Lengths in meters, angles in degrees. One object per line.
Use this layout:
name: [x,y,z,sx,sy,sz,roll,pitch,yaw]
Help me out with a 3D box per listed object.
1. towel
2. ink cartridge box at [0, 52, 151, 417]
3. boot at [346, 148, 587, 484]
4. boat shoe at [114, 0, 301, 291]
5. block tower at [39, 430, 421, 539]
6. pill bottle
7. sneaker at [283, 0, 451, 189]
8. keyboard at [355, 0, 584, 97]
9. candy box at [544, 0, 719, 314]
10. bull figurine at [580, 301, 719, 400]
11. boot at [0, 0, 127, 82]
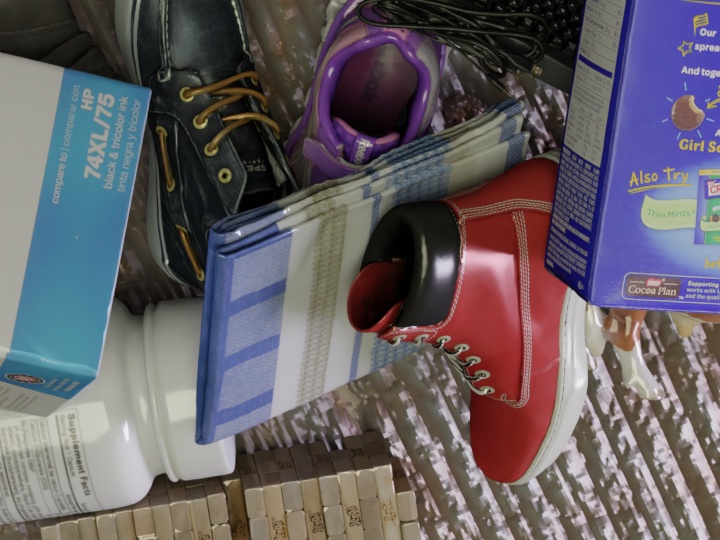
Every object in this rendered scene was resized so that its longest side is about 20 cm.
towel: [0.000,0.000,1.525,0.200,0.024,0.147,-25,141,-29]
ink cartridge box: [-0.222,-0.027,1.444,0.200,0.147,0.146,13,77,-13]
boot: [0.047,0.039,1.540,0.144,0.072,0.200,-20,132,-32]
boat shoe: [-0.070,-0.078,1.535,0.071,0.091,0.201,-17,114,-28]
block tower: [-0.072,0.134,1.618,0.200,0.058,0.054,-10,108,-5]
pill bottle: [-0.171,0.074,1.578,0.200,0.113,0.114,-8,107,2]
sneaker: [-0.003,-0.056,1.553,0.080,0.088,0.200,13,108,-5]
keyboard: [0.071,-0.142,1.518,0.200,0.104,0.040,27,138,-8]
candy box: [0.190,-0.083,1.468,0.169,0.077,0.200,4,104,-19]
bull figurine: [0.201,0.009,1.584,0.200,0.065,0.122,8,107,-3]
boot: [-0.227,-0.088,1.551,0.200,0.070,0.132,-24,107,6]
